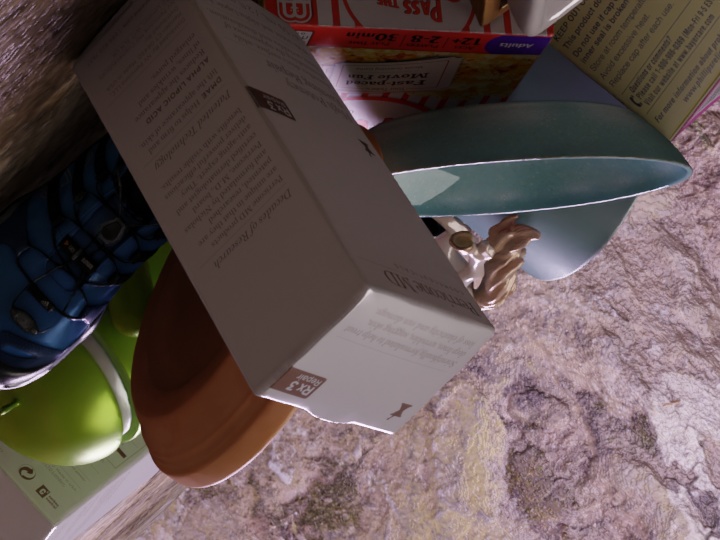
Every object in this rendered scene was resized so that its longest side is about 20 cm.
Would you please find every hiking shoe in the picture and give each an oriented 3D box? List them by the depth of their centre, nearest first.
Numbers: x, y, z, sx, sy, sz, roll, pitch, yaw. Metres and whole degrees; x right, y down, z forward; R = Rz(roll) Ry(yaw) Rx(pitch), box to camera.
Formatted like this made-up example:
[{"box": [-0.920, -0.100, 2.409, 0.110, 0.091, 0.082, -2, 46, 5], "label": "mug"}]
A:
[{"box": [-0.129, -0.028, 0.962, 0.200, 0.074, 0.087, -53, -170, -23], "label": "hiking shoe"}]

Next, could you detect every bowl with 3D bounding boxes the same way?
[{"box": [0.100, -0.105, 1.208, 0.201, 0.105, 0.201, -54, -155, 40], "label": "bowl"}]

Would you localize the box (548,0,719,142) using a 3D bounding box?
[{"box": [0.150, -0.191, 1.088, 0.097, 0.200, 0.176, -55, 170, 34], "label": "box"}]

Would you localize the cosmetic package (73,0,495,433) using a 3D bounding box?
[{"box": [-0.035, -0.032, 0.844, 0.074, 0.200, 0.102, -45, 147, 18], "label": "cosmetic package"}]

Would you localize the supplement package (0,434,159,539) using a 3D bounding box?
[{"box": [-0.202, 0.108, 1.289, 0.117, 0.117, 0.200, -49, 173, 38], "label": "supplement package"}]

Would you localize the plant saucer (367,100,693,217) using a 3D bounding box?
[{"box": [0.073, -0.059, 1.030, 0.200, 0.036, 0.200, -3, 175, 0], "label": "plant saucer"}]

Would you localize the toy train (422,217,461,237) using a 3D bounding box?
[{"box": [0.011, -0.053, 1.386, 0.085, 0.200, 0.114, 5, 136, -20], "label": "toy train"}]

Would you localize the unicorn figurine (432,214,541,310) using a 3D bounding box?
[{"box": [0.000, 0.000, 1.185, 0.137, 0.200, 0.074, 98, 7, -61], "label": "unicorn figurine"}]

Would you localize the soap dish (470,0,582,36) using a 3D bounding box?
[{"box": [0.108, -0.199, 0.881, 0.157, 0.081, 0.200, -39, 171, -6], "label": "soap dish"}]

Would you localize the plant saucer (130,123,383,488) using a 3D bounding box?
[{"box": [-0.059, 0.009, 0.973, 0.200, 0.037, 0.200, -46, -151, 34], "label": "plant saucer"}]

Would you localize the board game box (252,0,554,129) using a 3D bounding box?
[{"box": [0.000, -0.105, 1.055, 0.151, 0.046, 0.200, 1, 160, -14], "label": "board game box"}]

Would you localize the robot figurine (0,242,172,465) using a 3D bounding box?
[{"box": [-0.144, 0.033, 1.129, 0.200, 0.116, 0.175, -41, 180, -31], "label": "robot figurine"}]
